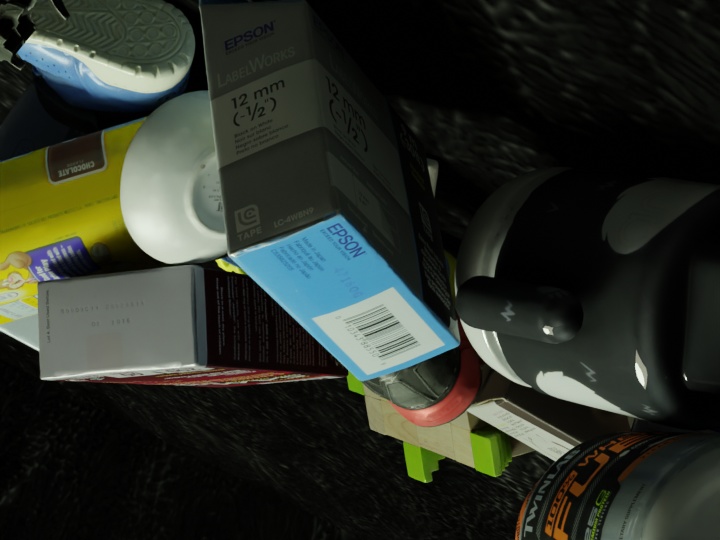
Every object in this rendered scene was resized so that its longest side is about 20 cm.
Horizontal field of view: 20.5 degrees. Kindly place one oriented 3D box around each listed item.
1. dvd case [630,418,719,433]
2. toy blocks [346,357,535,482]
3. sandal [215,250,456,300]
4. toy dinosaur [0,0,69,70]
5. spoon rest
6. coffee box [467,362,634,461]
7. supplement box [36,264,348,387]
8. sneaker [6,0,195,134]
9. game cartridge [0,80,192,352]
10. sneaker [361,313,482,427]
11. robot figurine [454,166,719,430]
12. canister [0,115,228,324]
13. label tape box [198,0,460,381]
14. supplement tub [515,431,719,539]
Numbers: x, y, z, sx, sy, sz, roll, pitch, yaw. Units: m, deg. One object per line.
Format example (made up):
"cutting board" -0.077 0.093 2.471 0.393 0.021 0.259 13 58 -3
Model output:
"dvd case" 0.242 0.135 1.111 0.200 0.025 0.150 17 148 9
"toy blocks" 0.095 0.078 1.336 0.136 0.100 0.200 -14 -169 -24
"sandal" -0.028 -0.027 1.315 0.200 0.080 0.087 15 161 15
"toy dinosaur" -0.210 -0.182 1.041 0.136 0.102 0.200 33 167 1
"spoon rest" -0.051 -0.051 1.138 0.200 0.100 0.061 1 -166 -36
"coffee box" 0.179 0.081 1.212 0.200 0.113 0.080 29 166 -10
"supplement box" -0.097 0.037 1.209 0.109 0.061 0.200 -6 174 25
"sneaker" -0.196 -0.144 1.183 0.200 0.077 0.111 21 158 -1
"game cartridge" -0.184 -0.045 1.298 0.133 0.200 0.042 29 -168 2
"sneaker" 0.000 0.000 1.202 0.201 0.071 0.098 61 -165 26
"robot figurine" 0.138 0.014 1.011 0.200 0.125 0.150 12 154 47
"canister" -0.178 -0.027 1.208 0.200 0.087 0.149 -17 169 5
"label tape box" -0.017 -0.064 1.024 0.066 0.200 0.143 -20 144 19
"supplement tub" 0.155 0.142 0.996 0.122 0.123 0.200 30 168 -11
